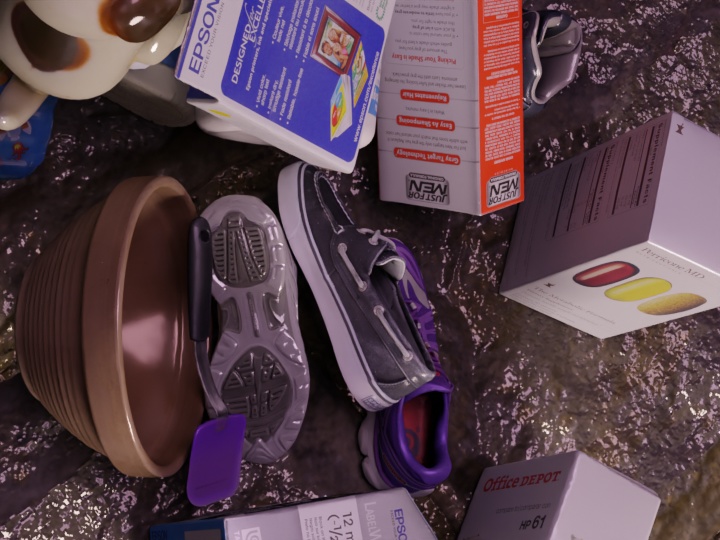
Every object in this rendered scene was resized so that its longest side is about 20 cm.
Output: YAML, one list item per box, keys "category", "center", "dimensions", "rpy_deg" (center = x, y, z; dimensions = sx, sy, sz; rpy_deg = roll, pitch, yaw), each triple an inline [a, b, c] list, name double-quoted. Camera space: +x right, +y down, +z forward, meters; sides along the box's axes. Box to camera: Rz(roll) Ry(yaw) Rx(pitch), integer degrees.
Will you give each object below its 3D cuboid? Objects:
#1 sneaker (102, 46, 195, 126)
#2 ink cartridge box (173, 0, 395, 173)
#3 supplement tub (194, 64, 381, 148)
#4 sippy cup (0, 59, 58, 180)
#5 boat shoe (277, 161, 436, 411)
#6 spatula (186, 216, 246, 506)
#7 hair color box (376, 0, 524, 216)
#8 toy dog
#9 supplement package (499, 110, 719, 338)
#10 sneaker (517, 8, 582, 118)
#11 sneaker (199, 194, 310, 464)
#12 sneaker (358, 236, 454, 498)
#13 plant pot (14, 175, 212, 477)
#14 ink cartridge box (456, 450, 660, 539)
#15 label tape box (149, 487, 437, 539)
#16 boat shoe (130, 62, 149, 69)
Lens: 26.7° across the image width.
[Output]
- category: "sneaker"
  center: [-0.190, -0.196, 1.094]
  dimensions: [0.200, 0.077, 0.111]
  rpy_deg: [26, 68, -19]
- category: "ink cartridge box"
  center: [-0.044, -0.181, 0.935]
  dimensions: [0.200, 0.047, 0.198]
  rpy_deg: [24, 79, -56]
- category: "supplement tub"
  center: [-0.046, -0.191, 1.081]
  dimensions: [0.132, 0.132, 0.200]
  rpy_deg: [6, 90, -26]
- category: "sippy cup"
  center: [-0.273, -0.117, 1.000]
  dimensions: [0.130, 0.178, 0.140]
  rpy_deg: [9, 52, -29]
- category: "boat shoe"
  center: [0.000, 0.000, 1.107]
  dimensions: [0.072, 0.068, 0.200]
  rpy_deg: [23, 42, -58]
- category: "spatula"
  center: [-0.106, 0.063, 1.043]
  dimensions: [0.056, 0.021, 0.200]
  rpy_deg: [-11, 98, -53]
- category: "hair color box"
  center: [0.066, -0.149, 1.144]
  dimensions: [0.061, 0.101, 0.200]
  rpy_deg: [-19, 113, -47]
- category: "toy dog"
  center: [-0.162, -0.179, 0.883]
  dimensions: [0.140, 0.200, 0.194]
  rpy_deg: [46, 78, -8]
- category: "supplement package"
  center: [0.216, -0.030, 1.195]
  dimensions: [0.114, 0.200, 0.110]
  rpy_deg: [23, 69, -21]
- category: "sneaker"
  center: [0.100, -0.212, 1.203]
  dimensions: [0.077, 0.146, 0.203]
  rpy_deg: [-4, 82, -46]
- category: "sneaker"
  center: [-0.070, 0.038, 1.103]
  dimensions: [0.078, 0.099, 0.200]
  rpy_deg: [0, 102, 8]
- category: "sneaker"
  center: [0.040, 0.069, 1.148]
  dimensions: [0.080, 0.083, 0.200]
  rpy_deg: [-5, 80, -28]
- category: "plant pot"
  center: [-0.169, 0.037, 1.016]
  dimensions: [0.093, 0.201, 0.201]
  rpy_deg: [1, 75, 11]
- category: "ink cartridge box"
  center: [0.123, 0.242, 1.116]
  dimensions: [0.085, 0.144, 0.200]
  rpy_deg: [32, 66, -16]
- category: "label tape box"
  center: [-0.027, 0.188, 1.051]
  dimensions: [0.200, 0.143, 0.066]
  rpy_deg: [-7, 82, -28]
- category: "boat shoe"
  center: [-0.178, -0.235, 1.021]
  dimensions: [0.086, 0.075, 0.202]
  rpy_deg: [3, 79, -26]
